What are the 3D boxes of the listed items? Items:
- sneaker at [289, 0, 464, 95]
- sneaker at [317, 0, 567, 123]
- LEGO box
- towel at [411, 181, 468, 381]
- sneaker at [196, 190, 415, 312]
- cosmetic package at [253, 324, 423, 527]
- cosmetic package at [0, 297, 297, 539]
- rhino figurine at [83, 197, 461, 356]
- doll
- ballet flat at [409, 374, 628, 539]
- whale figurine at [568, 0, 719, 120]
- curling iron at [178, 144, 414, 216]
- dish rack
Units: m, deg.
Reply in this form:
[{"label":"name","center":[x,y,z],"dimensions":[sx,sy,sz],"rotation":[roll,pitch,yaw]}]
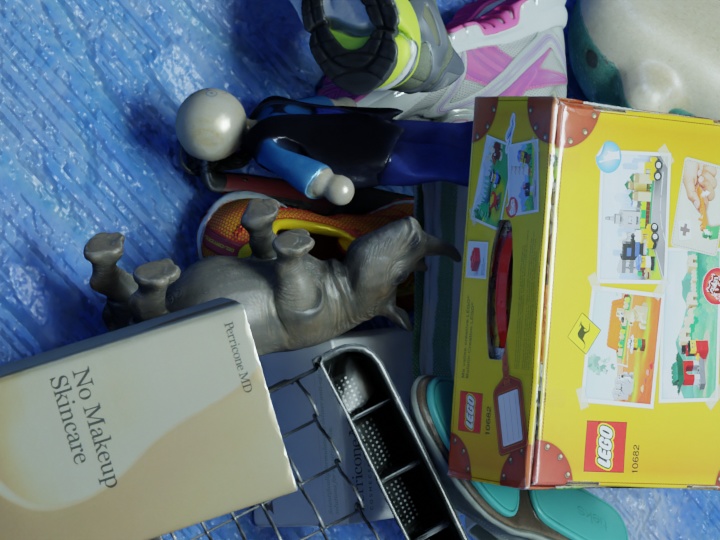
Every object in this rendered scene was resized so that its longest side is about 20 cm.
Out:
[{"label":"sneaker","center":[-0.006,-0.170,1.633],"dimensions":[0.081,0.074,0.201],"rotation":[18,39,-48]},{"label":"sneaker","center":[0.060,-0.105,1.714],"dimensions":[0.200,0.081,0.089],"rotation":[-24,103,-37]},{"label":"LEGO box","center":[0.132,0.015,1.524],"dimensions":[0.148,0.077,0.201],"rotation":[5,90,-33]},{"label":"towel","center":[0.128,0.009,1.619],"dimensions":[0.199,0.031,0.150],"rotation":[5,71,-10]},{"label":"sneaker","center":[0.000,0.000,1.637],"dimensions":[0.199,0.077,0.073],"rotation":[0,112,-38]},{"label":"cosmetic package","center":[0.033,0.084,1.659],"dimensions":[0.199,0.085,0.108],"rotation":[-7,92,-43]},{"label":"cosmetic package","center":[-0.142,0.090,1.443],"dimensions":[0.199,0.071,0.106],"rotation":[-19,95,-10]},{"label":"rhino figurine","center":[-0.043,0.009,1.534],"dimensions":[0.199,0.060,0.088],"rotation":[-11,130,-9]},{"label":"doll","center":[-0.002,-0.070,1.578],"dimensions":[0.199,0.137,0.049],"rotation":[4,113,-6]},{"label":"ballet flat","center":[0.072,0.125,1.592],"dimensions":[0.200,0.064,0.068],"rotation":[38,40,-39]},{"label":"whale figurine","center":[0.213,-0.111,1.806],"dimensions":[0.159,0.104,0.200],"rotation":[-26,67,-42]},{"label":"curling iron","center":[-0.023,-0.052,1.666],"dimensions":[0.199,0.025,0.050],"rotation":[15,77,-40]},{"label":"dish rack","center":[-0.054,0.143,1.529],"dimensions":[0.199,0.055,0.154],"rotation":[-27,97,-6]}]
